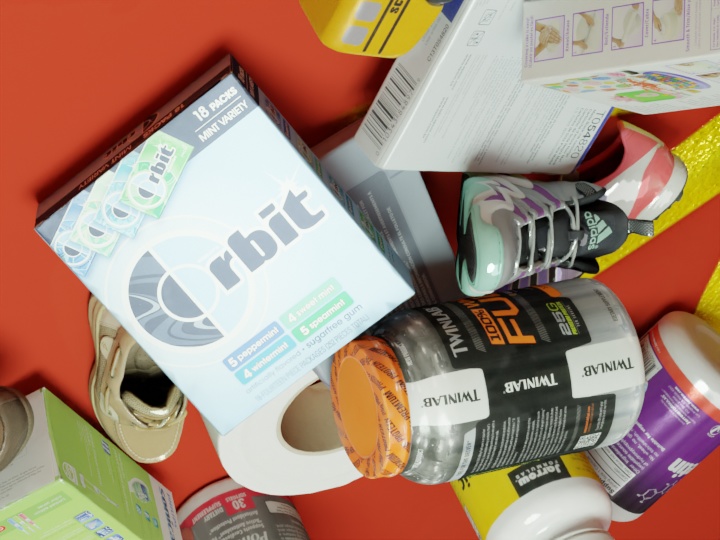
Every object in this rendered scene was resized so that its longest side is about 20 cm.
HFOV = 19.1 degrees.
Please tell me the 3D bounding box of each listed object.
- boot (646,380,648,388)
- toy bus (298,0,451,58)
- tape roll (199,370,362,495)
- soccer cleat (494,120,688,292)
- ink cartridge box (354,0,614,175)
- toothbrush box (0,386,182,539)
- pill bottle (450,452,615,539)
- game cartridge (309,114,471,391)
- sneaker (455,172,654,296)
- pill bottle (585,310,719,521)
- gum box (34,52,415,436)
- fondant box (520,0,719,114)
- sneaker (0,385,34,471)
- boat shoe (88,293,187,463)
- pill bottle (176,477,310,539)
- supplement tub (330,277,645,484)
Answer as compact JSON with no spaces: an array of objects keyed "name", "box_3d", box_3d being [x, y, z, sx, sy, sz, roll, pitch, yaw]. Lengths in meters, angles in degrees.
[{"name":"boot","box_3d":[0.150,0.098,1.688,0.199,0.095,0.074,-26,149,-44]},{"name":"toy bus","box_3d":[0.039,-0.229,1.322,0.078,0.065,0.201,3,133,-33]},{"name":"tape roll","box_3d":[-0.027,0.081,1.633,0.201,0.071,0.203,-17,141,-14]},{"name":"soccer cleat","box_3d":[0.155,-0.035,1.632,0.200,0.068,0.073,-40,118,21]},{"name":"ink cartridge box","box_3d":[0.115,-0.154,1.454,0.199,0.041,0.201,1,129,-44]},{"name":"toothbrush box","box_3d":[-0.240,0.191,1.598,0.145,0.087,0.200,-26,142,12]},{"name":"pill bottle","box_3d":[0.138,0.180,1.744,0.110,0.201,0.112,-18,142,-14]},{"name":"game cartridge","box_3d":[0.000,0.000,1.510,0.133,0.040,0.201,-33,119,-17]},{"name":"sneaker","box_3d":[0.138,-0.029,1.496,0.138,0.200,0.079,5,107,2]},{"name":"pill bottle","box_3d":[0.238,0.136,1.829,0.112,0.113,0.200,21,121,-45]},{"name":"gum box","box_3d":[-0.090,-0.014,1.429,0.169,0.045,0.200,-37,112,11]},{"name":"fondant box","box_3d":[0.222,-0.146,1.366,0.199,0.059,0.144,-5,171,42]},{"name":"sneaker","box_3d":[-0.307,0.158,1.467,0.201,0.070,0.075,-53,167,7]},{"name":"boat shoe","box_3d":[-0.160,0.088,1.559,0.071,0.065,0.201,-20,143,-11]},{"name":"pill bottle","box_3d":[-0.074,0.272,1.715,0.110,0.201,0.111,-17,141,-15]},{"name":"supplement tub","box_3d":[0.087,0.079,1.490,0.198,0.123,0.123,-10,139,-24]}]
